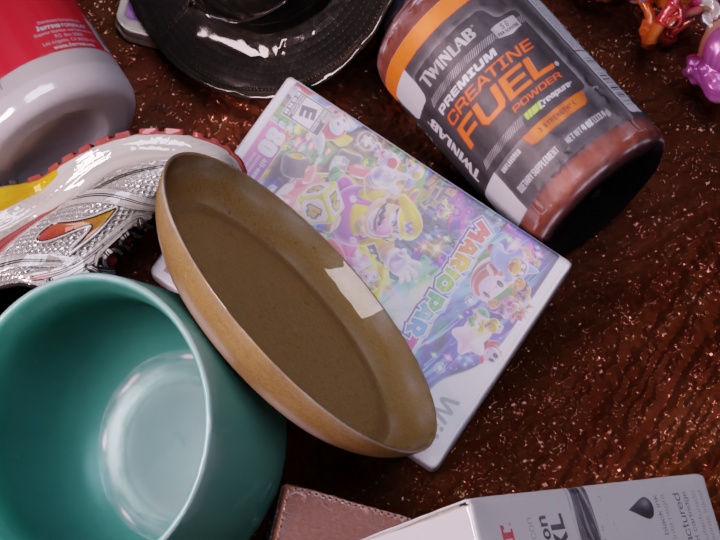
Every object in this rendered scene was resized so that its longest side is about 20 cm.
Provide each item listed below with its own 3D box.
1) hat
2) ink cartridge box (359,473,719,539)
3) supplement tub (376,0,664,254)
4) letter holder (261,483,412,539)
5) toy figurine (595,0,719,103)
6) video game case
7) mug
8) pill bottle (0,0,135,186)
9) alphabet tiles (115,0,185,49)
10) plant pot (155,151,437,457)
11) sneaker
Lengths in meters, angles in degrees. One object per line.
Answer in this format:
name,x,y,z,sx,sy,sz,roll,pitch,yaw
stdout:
hat,-0.071,-0.205,1.147,0.199,0.081,0.203,-3,80,20
ink cartridge box,0.103,0.185,0.954,0.199,0.083,0.147,1,69,-47
supplement tub,0.082,-0.112,1.165,0.107,0.107,0.200,-33,71,-24
letter holder,0.000,0.231,0.966,0.141,0.101,0.202,15,60,-4
toy figurine,0.230,-0.181,1.231,0.199,0.150,0.185,-33,80,-1
video game case,0.000,0.000,1.114,0.199,0.018,0.144,34,79,9
mug,-0.121,0.073,1.005,0.152,0.114,0.186,-36,66,16
pill bottle,-0.223,-0.144,1.124,0.112,0.113,0.201,-27,69,-22
alphabet tiles,-0.088,-0.220,1.247,0.194,0.015,0.202,14,61,-2
plant pot,-0.038,0.022,1.011,0.027,0.200,0.201,-41,70,17
sneaker,-0.154,-0.016,1.087,0.198,0.078,0.083,-23,74,-3
